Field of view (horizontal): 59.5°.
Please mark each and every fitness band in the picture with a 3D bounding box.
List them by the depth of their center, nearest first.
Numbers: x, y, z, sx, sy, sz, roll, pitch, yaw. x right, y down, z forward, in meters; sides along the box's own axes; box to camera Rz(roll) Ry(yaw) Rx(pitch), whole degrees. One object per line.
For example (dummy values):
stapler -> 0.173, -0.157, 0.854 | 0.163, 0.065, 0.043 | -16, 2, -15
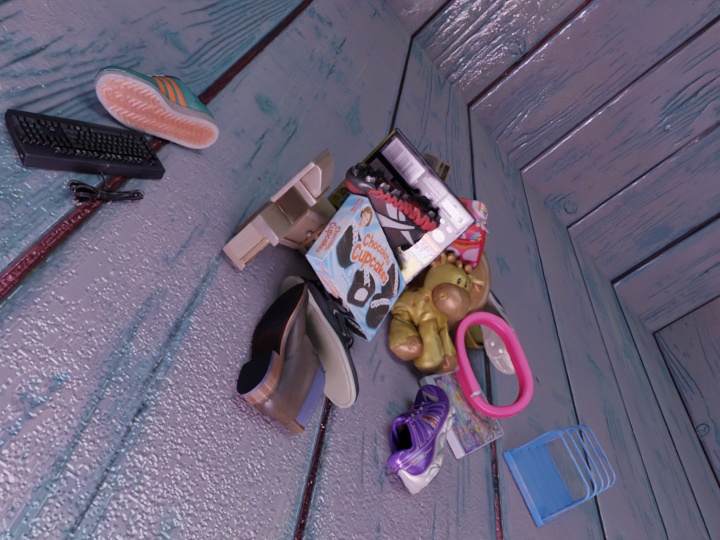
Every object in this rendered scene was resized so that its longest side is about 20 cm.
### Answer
fitness band -> 0.247, 0.175, 1.186 | 0.140, 0.038, 0.204 | -8, 65, -20

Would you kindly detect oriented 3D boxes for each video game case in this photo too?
video game case -> 0.061, -0.097, 1.044 | 0.200, 0.180, 0.026 | 47, 16, -5
video game case -> 0.188, 0.251, 1.146 | 0.198, 0.018, 0.145 | 4, 55, -57

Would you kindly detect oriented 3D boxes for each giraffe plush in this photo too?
giraffe plush -> 0.137, 0.058, 1.114 | 0.171, 0.162, 0.203 | 13, 44, -49

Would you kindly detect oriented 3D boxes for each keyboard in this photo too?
keyboard -> -0.316, -0.133, 0.760 | 0.199, 0.020, 0.129 | -7, 64, -60

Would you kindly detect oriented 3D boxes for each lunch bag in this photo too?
lunch bag -> 0.128, -0.079, 1.122 | 0.177, 0.195, 0.084 | 87, 14, -60

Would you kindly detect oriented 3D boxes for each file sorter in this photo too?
file sorter -> 0.391, 0.383, 1.212 | 0.198, 0.122, 0.141 | 13, 48, -54

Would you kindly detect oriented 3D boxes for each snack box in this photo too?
snack box -> 0.000, 0.000, 0.929 | 0.117, 0.037, 0.201 | -55, 142, -23

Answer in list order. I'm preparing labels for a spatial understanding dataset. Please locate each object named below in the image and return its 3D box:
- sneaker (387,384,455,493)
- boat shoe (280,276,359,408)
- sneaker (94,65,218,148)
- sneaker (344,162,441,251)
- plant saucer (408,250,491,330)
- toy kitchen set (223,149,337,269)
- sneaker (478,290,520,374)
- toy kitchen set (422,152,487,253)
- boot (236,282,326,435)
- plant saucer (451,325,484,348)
sneaker -> 0.087, 0.230, 0.940 | 0.083, 0.081, 0.201 | 42, 28, -8
boat shoe -> -0.043, 0.094, 0.885 | 0.065, 0.075, 0.201 | -4, 52, -46
sneaker -> -0.289, -0.240, 0.885 | 0.199, 0.071, 0.081 | 21, 36, -56
sneaker -> 0.037, -0.087, 0.954 | 0.199, 0.098, 0.071 | 26, 23, -45
plant saucer -> 0.177, 0.017, 1.230 | 0.201, 0.200, 0.035 | 47, -13, -13
toy kitchen set -> -0.055, -0.051, 0.919 | 0.181, 0.162, 0.201 | 49, 27, -9
sneaker -> 0.283, 0.118, 1.299 | 0.084, 0.074, 0.204 | 20, 46, -59
toy kitchen set -> 0.171, -0.128, 1.311 | 0.198, 0.184, 0.162 | 30, 12, 32
boot -> -0.088, 0.110, 0.808 | 0.097, 0.074, 0.202 | 51, 35, -26
plant saucer -> 0.226, 0.084, 1.376 | 0.198, 0.048, 0.203 | 4, 54, -58
